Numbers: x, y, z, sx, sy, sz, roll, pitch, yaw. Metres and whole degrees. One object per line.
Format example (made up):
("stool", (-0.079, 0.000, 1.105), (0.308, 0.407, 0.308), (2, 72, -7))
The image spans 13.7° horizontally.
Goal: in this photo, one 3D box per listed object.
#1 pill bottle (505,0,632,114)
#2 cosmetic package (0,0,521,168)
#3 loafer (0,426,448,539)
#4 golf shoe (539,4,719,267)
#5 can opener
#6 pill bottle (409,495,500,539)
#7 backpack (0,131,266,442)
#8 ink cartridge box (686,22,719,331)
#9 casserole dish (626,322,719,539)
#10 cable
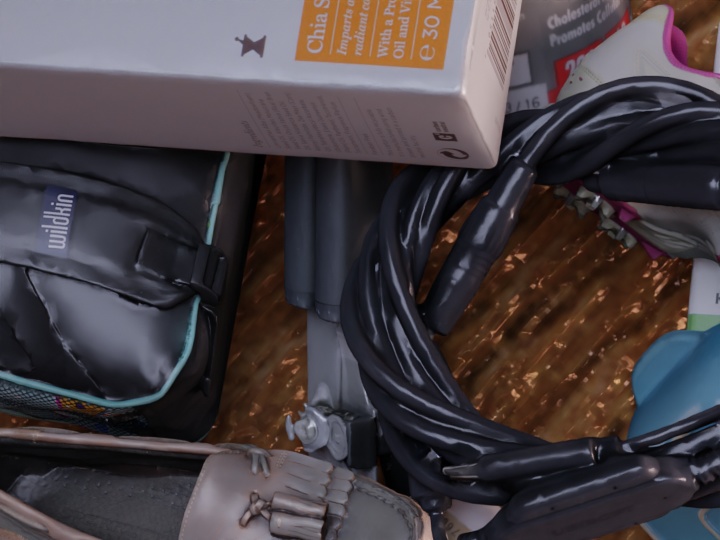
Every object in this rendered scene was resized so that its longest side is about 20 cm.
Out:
("pill bottle", (0.042, -0.160, 1.173), (0.113, 0.201, 0.114), (-8, 32, 5))
("cosmetic package", (-0.045, -0.102, 1.095), (0.199, 0.071, 0.102), (4, 71, 14))
("loafer", (-0.065, 0.095, 1.126), (0.199, 0.063, 0.072), (4, 58, 30))
("golf shoe", (0.158, -0.027, 1.126), (0.200, 0.075, 0.092), (34, 82, 17))
("can opener", (0.000, 0.000, 1.197), (0.066, 0.053, 0.201), (-12, 107, -29))
("pill bottle", (0.006, 0.184, 1.146), (0.111, 0.111, 0.200), (40, 85, 16))
("backpack", (-0.143, -0.022, 1.202), (0.199, 0.153, 0.177), (9, 76, 3))
("ink cartridge box", (0.194, -0.031, 1.192), (0.117, 0.067, 0.201), (4, 77, 11))
("casserole dish", (0.178, 0.102, 1.122), (0.200, 0.121, 0.039), (39, 49, 2))
("cable", (0.095, 0.010, 1.080), (0.199, 0.051, 0.164), (-21, 66, 13))
